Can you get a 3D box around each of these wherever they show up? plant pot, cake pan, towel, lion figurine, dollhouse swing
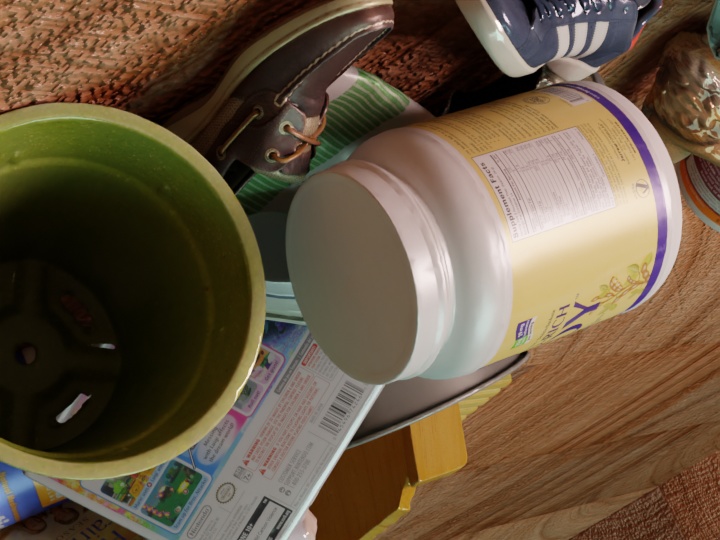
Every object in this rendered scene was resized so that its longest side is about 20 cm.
[{"bbox_3d":[-0.174,0.030,0.986,0.199,0.201,0.190,-18,173,-23],"label":"plant pot"},{"bbox_3d":[0.034,0.090,1.361,0.199,0.037,0.200,-24,-178,1],"label":"cake pan"},{"bbox_3d":[-0.011,-0.053,1.089,0.152,0.023,0.200,-34,139,24],"label":"towel"},{"bbox_3d":[0.216,-0.099,1.298,0.122,0.073,0.200,32,135,-29],"label":"lion figurine"},{"bbox_3d":[0.065,0.196,1.795,0.175,0.183,0.200,12,143,-31],"label":"dollhouse swing"}]

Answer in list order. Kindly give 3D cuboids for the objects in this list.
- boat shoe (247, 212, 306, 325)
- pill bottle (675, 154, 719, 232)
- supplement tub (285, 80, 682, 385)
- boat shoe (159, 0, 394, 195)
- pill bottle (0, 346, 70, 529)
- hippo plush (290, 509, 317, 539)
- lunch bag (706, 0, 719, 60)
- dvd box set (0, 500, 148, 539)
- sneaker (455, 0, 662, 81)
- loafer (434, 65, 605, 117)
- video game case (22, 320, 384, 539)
[{"bbox_3d":[0.005,0.009,1.103,0.199,0.071,0.070,1,147,-17],"label":"boat shoe"},{"bbox_3d":[0.335,-0.114,1.353,0.114,0.115,0.200,-18,161,-23],"label":"pill bottle"},{"bbox_3d":[0.072,-0.021,1.010,0.199,0.146,0.145,-19,161,-33],"label":"supplement tub"},{"bbox_3d":[-0.047,-0.082,0.968,0.200,0.072,0.072,-35,172,29],"label":"boat shoe"},{"bbox_3d":[-0.247,0.119,1.212,0.199,0.113,0.112,-21,162,-12],"label":"pill bottle"},{"bbox_3d":[-0.110,0.137,1.452,0.159,0.199,0.161,-34,146,-47],"label":"hippo plush"},{"bbox_3d":[0.346,-0.192,1.148,0.170,0.123,0.200,-19,173,-36],"label":"lunch bag"},{"bbox_3d":[-0.212,0.171,1.255,0.146,0.200,0.030,-33,130,-29],"label":"dvd box set"},{"bbox_3d":[0.118,-0.160,1.002,0.084,0.075,0.200,-32,171,24],"label":"sneaker"},{"bbox_3d":[0.064,-0.087,1.153,0.200,0.075,0.070,-33,138,20],"label":"loafer"},{"bbox_3d":[-0.097,0.091,1.160,0.201,0.181,0.024,-58,-166,9],"label":"video game case"}]
